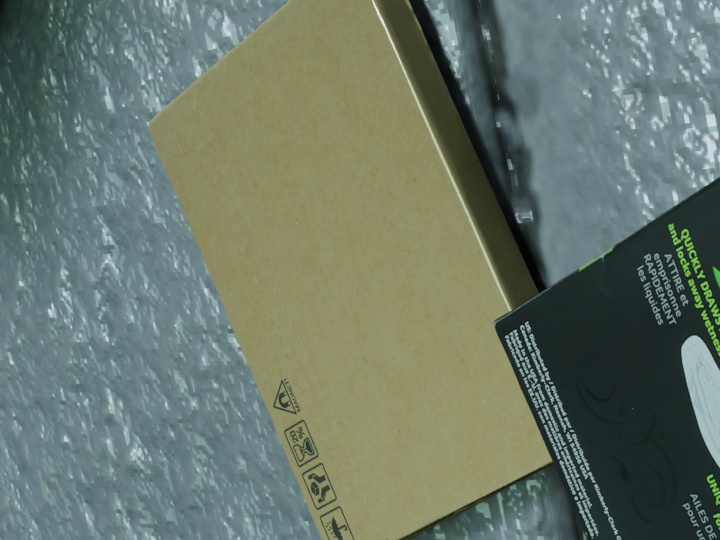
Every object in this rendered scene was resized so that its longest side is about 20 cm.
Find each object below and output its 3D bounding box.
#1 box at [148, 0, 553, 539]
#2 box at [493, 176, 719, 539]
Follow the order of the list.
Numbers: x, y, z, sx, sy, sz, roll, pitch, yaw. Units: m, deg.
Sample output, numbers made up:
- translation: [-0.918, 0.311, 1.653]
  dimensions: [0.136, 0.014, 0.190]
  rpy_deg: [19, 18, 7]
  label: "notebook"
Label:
- translation: [0.000, 0.000, 0.986]
  dimensions: [0.163, 0.021, 0.201]
  rpy_deg: [-33, 77, 50]
  label: "box"
- translation: [0.163, 0.017, 0.695]
  dimensions: [0.200, 0.148, 0.125]
  rpy_deg: [-35, 74, 51]
  label: "box"
